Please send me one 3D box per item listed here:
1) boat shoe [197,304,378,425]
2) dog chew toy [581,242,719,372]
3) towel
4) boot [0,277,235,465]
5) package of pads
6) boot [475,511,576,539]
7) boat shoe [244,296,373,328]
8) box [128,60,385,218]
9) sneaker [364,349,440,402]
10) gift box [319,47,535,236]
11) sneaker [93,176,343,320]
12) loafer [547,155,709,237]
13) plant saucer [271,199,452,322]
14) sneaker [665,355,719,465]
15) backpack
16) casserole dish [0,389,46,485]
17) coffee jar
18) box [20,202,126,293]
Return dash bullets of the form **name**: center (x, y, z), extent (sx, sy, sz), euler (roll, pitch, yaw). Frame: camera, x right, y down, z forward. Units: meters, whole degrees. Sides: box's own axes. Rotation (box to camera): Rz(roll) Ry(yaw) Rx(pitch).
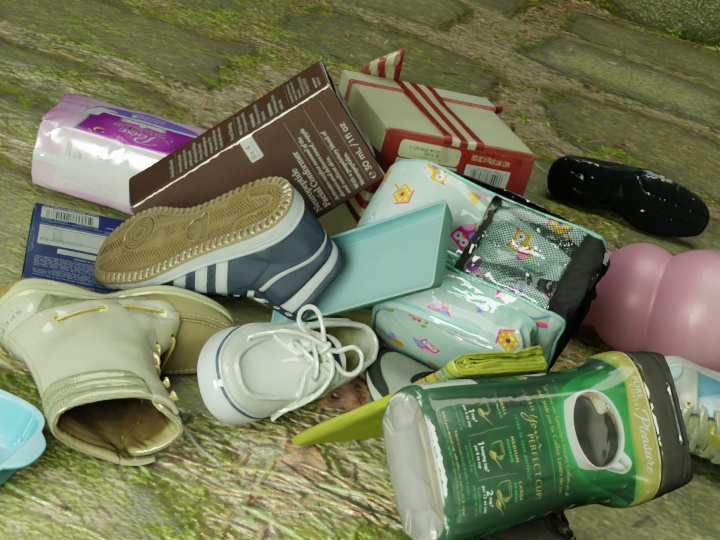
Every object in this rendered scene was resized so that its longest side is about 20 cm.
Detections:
- **boat shoe**: center (-0.040, 0.067, 1.188), extent (0.085, 0.075, 0.201), euler (-19, -7, 26)
- **dog chew toy**: center (0.275, 0.031, 1.511), extent (0.198, 0.126, 0.124), euler (15, 20, 19)
- **towel**: center (0.038, 0.091, 1.130), extent (0.085, 0.199, 0.018), euler (0, 71, -38)
- **boot**: center (-0.155, 0.074, 1.142), extent (0.199, 0.073, 0.155), euler (8, 26, -36)
- **package of pads**: center (-0.208, -0.102, 1.527), extent (0.198, 0.076, 0.121), euler (16, 20, -2)
- **boot**: center (0.137, 0.187, 1.084), extent (0.198, 0.070, 0.174), euler (11, 22, -8)
- **boat shoe**: center (-0.032, 0.004, 1.414), extent (0.198, 0.063, 0.073), euler (13, 22, -10)
- **box**: center (-0.089, -0.079, 1.351), extent (0.101, 0.199, 0.075), euler (56, 8, -24)
- **sneaker**: center (0.088, 0.107, 1.231), extent (0.199, 0.080, 0.074), euler (30, 26, 33)
- **gift box**: center (0.062, -0.099, 1.562), extent (0.183, 0.202, 0.187), euler (13, 19, -22)
- **sneaker**: center (-0.108, -0.003, 1.247), extent (0.108, 0.198, 0.071), euler (44, 42, -42)
- **loafer**: center (0.327, -0.096, 1.921), extent (0.198, 0.073, 0.072), euler (22, 17, 11)
- **plant saucer**: center (0.000, 0.000, 1.234), extent (0.019, 0.071, 0.199), euler (24, -25, -33)
- **sneaker**: center (0.301, 0.136, 1.317), extent (0.198, 0.080, 0.131), euler (6, 22, -23)
- **backpack**: center (0.083, 0.005, 1.311), extent (0.199, 0.154, 0.176), euler (33, -15, 11)
- **casserole dish**: center (-0.299, 0.098, 1.020), extent (0.198, 0.039, 0.121), euler (21, 21, 8)
- **coffee jar**: center (0.119, 0.114, 1.040), extent (0.198, 0.105, 0.085), euler (-7, -11, -23)
- **box**: center (-0.220, 0.003, 1.319), extent (0.120, 0.033, 0.200), euler (12, 20, -12)
